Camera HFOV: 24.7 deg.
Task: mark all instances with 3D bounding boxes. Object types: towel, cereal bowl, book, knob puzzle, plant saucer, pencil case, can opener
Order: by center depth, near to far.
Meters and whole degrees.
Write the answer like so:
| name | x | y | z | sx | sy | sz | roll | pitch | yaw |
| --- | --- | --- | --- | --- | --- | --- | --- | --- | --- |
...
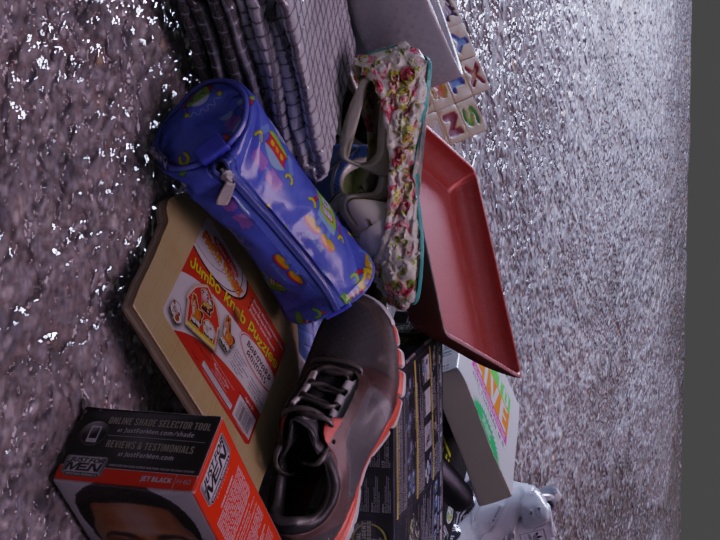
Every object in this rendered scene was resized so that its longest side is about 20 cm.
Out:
| name | x | y | z | sx | sy | sz | roll | pitch | yaw |
| --- | --- | --- | --- | --- | --- | --- | --- | --- | --- |
| pencil case | -0.065 | -0.043 | 1.150 | 0.200 | 0.078 | 0.087 | 53 | 12 | -40 |
| knob puzzle | -0.100 | 0.030 | 1.169 | 0.220 | 0.030 | 0.221 | 40 | 43 | -51 |
| towel | -0.065 | -0.187 | 1.181 | 0.201 | 0.085 | 0.166 | 77 | 18 | -45 |
| cereal bowl | 0.010 | -0.236 | 1.332 | 0.200 | 0.083 | 0.201 | -20 | 90 | -82 |
| plant saucer | 0.069 | -0.017 | 1.371 | 0.199 | 0.037 | 0.201 | 31 | 44 | -63 |
| can opener | 0.030 | 0.146 | 1.443 | 0.079 | 0.063 | 0.200 | -46 | 124 | 1 |
| book | 0.105 | 0.118 | 1.554 | 0.200 | 0.048 | 0.134 | -73 | 143 | -71 |

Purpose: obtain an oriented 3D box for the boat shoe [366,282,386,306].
| name | x | y | z | sx | sy | sz | roll | pitch | yaw |
| --- | --- | --- | --- | --- | --- | --- | --- | --- | --- |
| boat shoe | 0.000 | 0.000 | 1.388 | 0.063 | 0.073 | 0.201 | 51 | 45 | -56 |

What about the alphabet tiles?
| name | x | y | z | sx | sy | sz | roll | pitch | yaw |
| --- | --- | --- | --- | --- | --- | --- | --- | --- | --- |
| alphabet tiles | 0.045 | -0.186 | 1.450 | 0.200 | 0.006 | 0.167 | -27 | 95 | -52 |

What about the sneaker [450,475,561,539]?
| name | x | y | z | sx | sy | sz | roll | pitch | yaw |
| --- | --- | --- | --- | --- | --- | --- | --- | --- | --- |
| sneaker | 0.143 | 0.293 | 1.739 | 0.200 | 0.114 | 0.075 | -66 | 150 | -44 |

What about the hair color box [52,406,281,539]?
| name | x | y | z | sx | sy | sz | roll | pitch | yaw |
| --- | --- | --- | --- | --- | --- | --- | --- | --- | --- |
| hair color box | -0.112 | 0.175 | 1.072 | 0.201 | 0.101 | 0.061 | 70 | 30 | -43 |

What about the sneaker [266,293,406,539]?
| name | x | y | z | sx | sy | sz | roll | pitch | yaw |
| --- | --- | --- | --- | --- | --- | --- | --- | --- | --- |
| sneaker | -0.020 | 0.104 | 1.166 | 0.082 | 0.077 | 0.201 | 54 | 45 | -63 |

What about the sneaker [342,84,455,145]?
| name | x | y | z | sx | sy | sz | roll | pitch | yaw |
| --- | --- | --- | --- | --- | --- | --- | --- | --- | --- |
| sneaker | 0.043 | -0.148 | 1.479 | 0.200 | 0.080 | 0.074 | -14 | 108 | -67 |

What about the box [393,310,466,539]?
| name | x | y | z | sx | sy | sz | roll | pitch | yaw |
| --- | --- | --- | --- | --- | --- | --- | --- | --- | --- |
| box | 0.054 | 0.174 | 1.587 | 0.200 | 0.047 | 0.194 | 67 | 34 | -47 |

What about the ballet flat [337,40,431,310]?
| name | x | y | z | sx | sy | sz | roll | pitch | yaw |
| --- | --- | --- | --- | --- | --- | --- | --- | --- | --- |
| ballet flat | 0.014 | -0.071 | 1.233 | 0.076 | 0.064 | 0.201 | -169 | -100 | -70 |

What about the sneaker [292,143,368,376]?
| name | x | y | z | sx | sy | sz | roll | pitch | yaw |
| --- | --- | --- | --- | --- | --- | --- | --- | --- | --- |
| sneaker | -0.028 | -0.013 | 1.284 | 0.076 | 0.077 | 0.201 | 30 | 59 | -50 |

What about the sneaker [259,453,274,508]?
| name | x | y | z | sx | sy | sz | roll | pitch | yaw |
| --- | --- | --- | --- | --- | --- | --- | --- | --- | --- |
| sneaker | -0.059 | 0.122 | 1.241 | 0.200 | 0.074 | 0.082 | -54 | 142 | -55 |

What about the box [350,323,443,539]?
| name | x | y | z | sx | sy | sz | roll | pitch | yaw |
| --- | --- | --- | --- | --- | --- | --- | --- | --- | --- |
| box | 0.029 | 0.157 | 1.319 | 0.161 | 0.049 | 0.201 | -38 | 129 | -71 |
